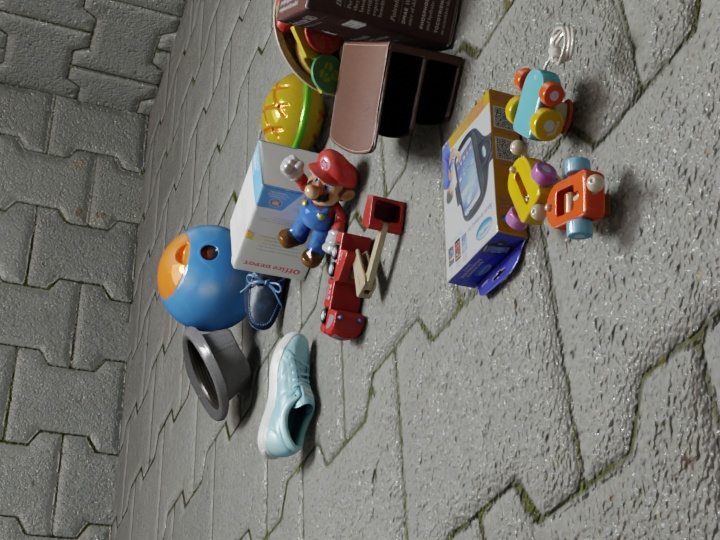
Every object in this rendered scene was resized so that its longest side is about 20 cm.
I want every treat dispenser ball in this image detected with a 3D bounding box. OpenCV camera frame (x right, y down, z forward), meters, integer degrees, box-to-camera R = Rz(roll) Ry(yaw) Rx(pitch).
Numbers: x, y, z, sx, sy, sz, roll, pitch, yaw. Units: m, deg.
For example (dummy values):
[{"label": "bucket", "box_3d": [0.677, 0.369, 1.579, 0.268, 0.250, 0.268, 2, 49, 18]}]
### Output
[{"label": "treat dispenser ball", "box_3d": [-0.286, 0.015, 2.072, 0.201, 0.198, 0.204, -169, 90, -71]}]

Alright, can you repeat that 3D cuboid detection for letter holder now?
[{"label": "letter holder", "box_3d": [0.039, -0.216, 1.414, 0.200, 0.099, 0.144, -147, 67, -70]}]

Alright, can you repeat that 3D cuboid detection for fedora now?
[{"label": "fedora", "box_3d": [-0.261, 0.179, 2.036, 0.178, 0.090, 0.201, 54, 155, 28]}]

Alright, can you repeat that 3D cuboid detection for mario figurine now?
[{"label": "mario figurine", "box_3d": [-0.074, -0.096, 1.649, 0.107, 0.122, 0.201, -87, 16, -49]}]

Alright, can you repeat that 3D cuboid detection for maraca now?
[{"label": "maraca", "box_3d": [-0.122, -0.245, 1.877, 0.137, 0.106, 0.202, -120, 43, -61]}]

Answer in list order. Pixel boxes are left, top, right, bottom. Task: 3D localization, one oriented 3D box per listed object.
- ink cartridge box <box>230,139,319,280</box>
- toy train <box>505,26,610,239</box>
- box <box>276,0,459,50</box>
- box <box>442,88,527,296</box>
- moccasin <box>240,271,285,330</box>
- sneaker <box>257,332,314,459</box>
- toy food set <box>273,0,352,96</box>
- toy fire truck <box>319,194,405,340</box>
[{"label": "ink cartridge box", "box_3d": [-0.136, -0.088, 1.802, 0.126, 0.127, 0.201, -101, 29, -47]}, {"label": "toy train", "box_3d": [0.189, -0.111, 0.998, 0.150, 0.055, 0.203, 141, 133, -61]}, {"label": "box", "box_3d": [0.016, -0.387, 1.413, 0.166, 0.198, 0.166, -157, 78, -71]}, {"label": "box", "box_3d": [0.130, -0.077, 1.165, 0.119, 0.041, 0.202, 129, 148, -55]}, {"label": "moccasin", "box_3d": [-0.167, 0.001, 1.915, 0.068, 0.079, 0.203, 123, 152, -72]}, {"label": "sneaker", "box_3d": [-0.094, 0.189, 1.659, 0.081, 0.074, 0.202, -9, 63, 38]}, {"label": "toy food set", "box_3d": [-0.030, -0.341, 1.531, 0.048, 0.199, 0.200, -10, 109, 58]}, {"label": "toy fire truck", "box_3d": [0.000, 0.000, 1.485, 0.141, 0.048, 0.203, -168, 89, -71]}]
